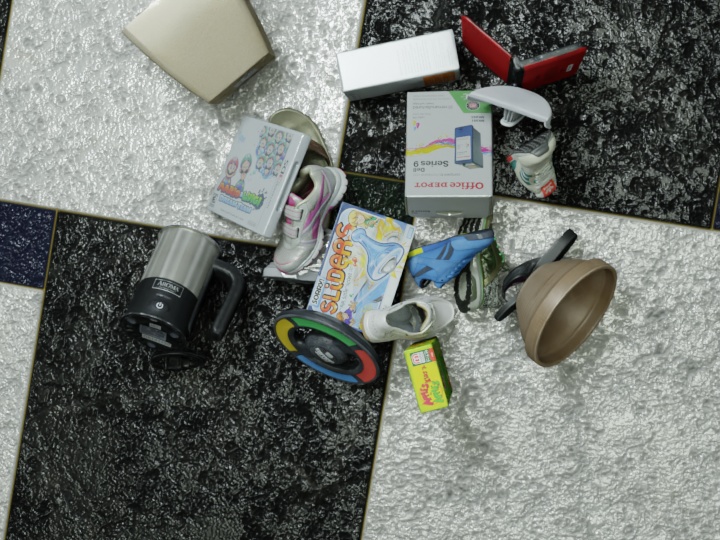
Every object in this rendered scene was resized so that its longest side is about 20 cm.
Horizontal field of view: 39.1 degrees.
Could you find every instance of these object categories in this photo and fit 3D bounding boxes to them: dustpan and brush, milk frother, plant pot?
[{"bbox_3d":[0.263,-0.266,1.660,0.139,0.200,0.057,23,123,19],"label":"dustpan and brush"},{"bbox_3d":[-0.315,0.060,1.769,0.180,0.200,0.188,29,56,-17],"label":"milk frother"},{"bbox_3d":[0.322,0.053,1.669,0.093,0.201,0.201,38,95,33],"label":"plant pot"},{"bbox_3d":[-0.256,-0.394,1.734,0.200,0.200,0.177,-38,96,5],"label":"plant pot"}]

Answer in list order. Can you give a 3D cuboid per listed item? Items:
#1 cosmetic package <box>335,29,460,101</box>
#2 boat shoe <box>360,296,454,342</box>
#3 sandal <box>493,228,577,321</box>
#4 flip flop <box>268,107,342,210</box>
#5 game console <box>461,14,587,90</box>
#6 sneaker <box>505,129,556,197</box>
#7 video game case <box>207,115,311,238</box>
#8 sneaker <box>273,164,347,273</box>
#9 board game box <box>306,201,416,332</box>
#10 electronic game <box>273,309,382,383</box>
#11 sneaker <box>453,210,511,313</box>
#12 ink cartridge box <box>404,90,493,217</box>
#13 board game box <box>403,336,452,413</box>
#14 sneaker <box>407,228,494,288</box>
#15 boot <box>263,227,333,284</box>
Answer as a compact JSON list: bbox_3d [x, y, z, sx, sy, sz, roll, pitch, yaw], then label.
[{"bbox_3d":[0.067,-0.348,1.731,0.200,0.101,0.071,-10,89,8],"label":"cosmetic package"},{"bbox_3d":[0.095,0.081,1.686,0.069,0.200,0.071,-19,84,48],"label":"boat shoe"},{"bbox_3d":[0.287,0.003,1.722,0.048,0.075,0.200,40,86,16],"label":"sandal"},{"bbox_3d":[-0.094,-0.196,1.771,0.081,0.058,0.200,-26,87,6],"label":"flip flop"},{"bbox_3d":[0.264,-0.367,1.657,0.172,0.200,0.119,-17,88,6],"label":"game console"},{"bbox_3d":[0.296,-0.169,1.657,0.070,0.200,0.093,-33,92,0],"label":"sneaker"},{"bbox_3d":[-0.177,-0.164,1.736,0.200,0.024,0.182,25,94,50],"label":"video game case"},{"bbox_3d":[-0.103,-0.094,1.706,0.081,0.088,0.200,21,88,42],"label":"sneaker"},{"bbox_3d":[0.000,0.000,1.716,0.135,0.034,0.200,18,85,-4],"label":"board game box"},{"bbox_3d":[-0.056,0.130,1.705,0.200,0.200,0.042,25,62,6],"label":"electronic game"},{"bbox_3d":[0.216,-0.022,1.741,0.088,0.077,0.200,8,89,-24],"label":"sneaker"},{"bbox_3d":[0.149,-0.194,1.698,0.145,0.088,0.200,1,71,7],"label":"ink cartridge box"},{"bbox_3d":[0.114,0.168,1.672,0.048,0.200,0.102,-15,88,7],"label":"board game box"},{"bbox_3d":[0.156,-0.018,1.693,0.200,0.066,0.079,-20,83,51],"label":"sneaker"},{"bbox_3d":[-0.068,-0.026,1.768,0.200,0.074,0.096,2,84,-1],"label":"boot"}]
